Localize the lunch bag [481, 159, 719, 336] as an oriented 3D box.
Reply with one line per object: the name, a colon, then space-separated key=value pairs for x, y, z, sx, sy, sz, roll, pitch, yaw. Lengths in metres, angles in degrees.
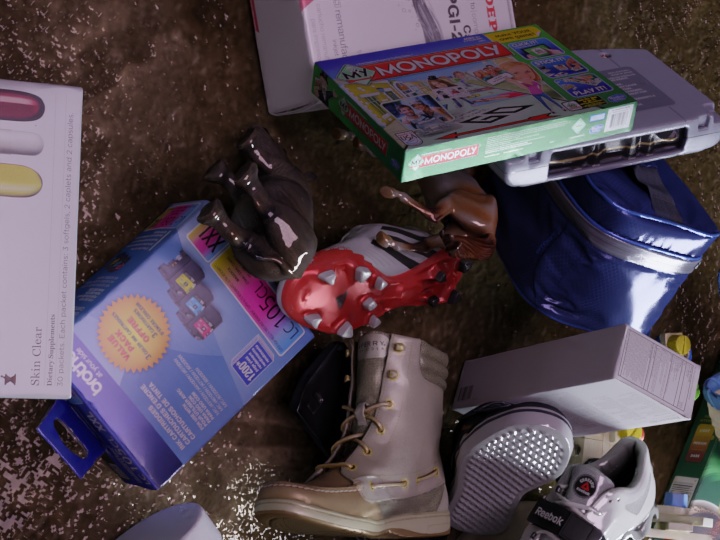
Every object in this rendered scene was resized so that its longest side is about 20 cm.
lunch bag: x=0.190 y=-0.054 z=1.225 sx=0.136 sy=0.200 sz=0.132 roll=16 pitch=120 yaw=-30

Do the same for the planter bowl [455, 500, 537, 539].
planter bowl: x=0.173 y=0.294 z=1.234 sx=0.200 sy=0.135 sz=0.200 roll=2 pitch=86 yaw=-30

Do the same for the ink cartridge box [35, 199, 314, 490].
ink cartridge box: x=-0.152 y=0.063 z=1.095 sx=0.200 sy=0.076 sz=0.136 roll=-44 pitch=108 yaw=-23

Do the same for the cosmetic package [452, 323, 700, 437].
cosmetic package: x=0.168 y=0.093 z=1.202 sx=0.083 sy=0.200 sz=0.051 roll=30 pitch=64 yaw=-25

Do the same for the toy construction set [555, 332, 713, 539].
toy construction set: x=0.239 y=0.147 z=1.304 sx=0.131 sy=0.092 sz=0.200 roll=13 pitch=64 yaw=-31

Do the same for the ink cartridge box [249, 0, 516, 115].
ink cartridge box: x=0.020 y=-0.209 z=1.203 sx=0.200 sy=0.085 sz=0.146 roll=-12 pitch=94 yaw=-32

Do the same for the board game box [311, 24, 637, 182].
board game box: x=0.083 y=-0.127 z=1.111 sx=0.200 sy=0.135 sz=0.029 roll=-14 pitch=131 yaw=-26

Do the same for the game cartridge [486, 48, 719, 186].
game cartridge: x=0.165 y=-0.125 z=1.174 sx=0.200 sy=0.133 sz=0.040 roll=-12 pitch=132 yaw=-23

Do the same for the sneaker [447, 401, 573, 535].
sneaker: x=0.112 y=0.134 z=1.177 sx=0.078 sy=0.200 sz=0.079 roll=17 pitch=58 yaw=-6

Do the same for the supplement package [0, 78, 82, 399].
supplement package: x=-0.262 y=-0.018 z=0.988 sx=0.111 sy=0.156 sz=0.200 roll=3 pitch=86 yaw=-29

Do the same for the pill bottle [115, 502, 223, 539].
pill bottle: x=-0.104 y=0.275 z=1.088 sx=0.113 sy=0.113 sz=0.200 roll=-37 pitch=106 yaw=-26

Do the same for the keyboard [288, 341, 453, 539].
keyboard: x=0.000 y=0.159 z=1.204 sx=0.200 sy=0.040 sz=0.104 roll=55 pitch=52 yaw=-22

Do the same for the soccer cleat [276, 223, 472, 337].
soccer cleat: x=0.000 y=0.000 z=1.162 sx=0.200 sy=0.085 sz=0.069 roll=-10 pitch=126 yaw=-45

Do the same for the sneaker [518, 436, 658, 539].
sneaker: x=0.159 y=0.196 z=1.161 sx=0.200 sy=0.074 sz=0.089 roll=-37 pitch=135 yaw=-39

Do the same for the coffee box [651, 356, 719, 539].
coffee box: x=0.355 y=0.184 z=1.395 sx=0.123 sy=0.044 sz=0.200 roll=35 pitch=71 yaw=-23

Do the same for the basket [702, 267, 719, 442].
basket: x=0.381 y=0.097 z=1.299 sx=0.139 sy=0.176 sz=0.200 roll=-22 pitch=115 yaw=-25

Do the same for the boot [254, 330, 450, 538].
boot: x=-0.001 y=0.122 z=1.131 sx=0.200 sy=0.072 sz=0.155 roll=12 pitch=78 yaw=-49

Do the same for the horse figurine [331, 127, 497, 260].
horse figurine: x=0.060 y=-0.064 z=1.193 sx=0.133 sy=0.200 sz=0.050 roll=8 pitch=127 yaw=-29

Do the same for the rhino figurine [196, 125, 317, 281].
rhino figurine: x=-0.068 y=-0.055 z=1.104 sx=0.060 sy=0.200 sz=0.087 roll=-37 pitch=109 yaw=15
